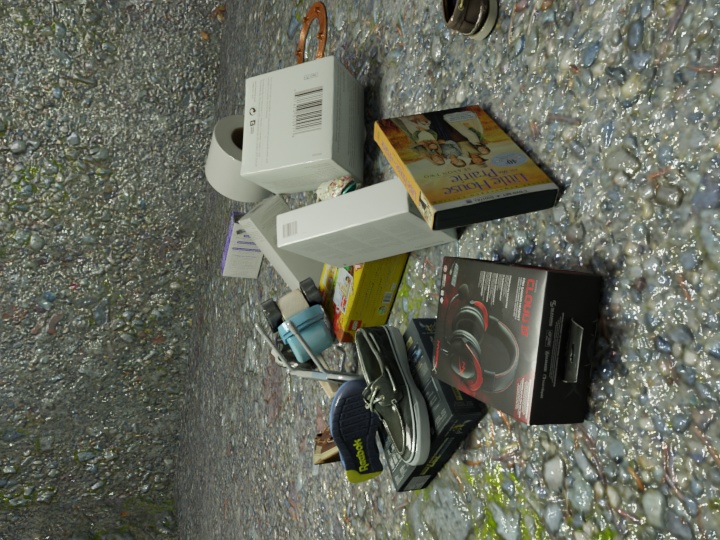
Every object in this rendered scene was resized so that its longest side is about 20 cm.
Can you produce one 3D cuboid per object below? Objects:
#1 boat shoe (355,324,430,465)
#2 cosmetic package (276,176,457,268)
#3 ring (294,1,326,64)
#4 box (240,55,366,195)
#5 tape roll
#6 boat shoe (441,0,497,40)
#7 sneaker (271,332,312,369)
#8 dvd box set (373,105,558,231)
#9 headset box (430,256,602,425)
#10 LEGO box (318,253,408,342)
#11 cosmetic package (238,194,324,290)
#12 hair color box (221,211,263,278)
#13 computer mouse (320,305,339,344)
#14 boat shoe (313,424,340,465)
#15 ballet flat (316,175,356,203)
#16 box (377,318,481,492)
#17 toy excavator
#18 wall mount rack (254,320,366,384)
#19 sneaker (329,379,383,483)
[{"bbox_3d":[0.034,0.163,0.754,0.072,0.071,0.201,118,146,-42],"label":"boat shoe"},{"bbox_3d":[0.010,-0.058,0.767,0.199,0.151,0.052,-13,71,29],"label":"cosmetic package"},{"bbox_3d":[-0.127,-0.555,1.391,0.200,0.019,0.202,-177,90,-66],"label":"ring"},{"bbox_3d":[-0.105,-0.262,1.059,0.199,0.131,0.200,-5,77,26],"label":"box"},{"bbox_3d":[-0.314,-0.306,1.549,0.139,0.202,0.204,122,143,-45],"label":"tape roll"},{"bbox_3d":[0.133,-0.402,0.752,0.072,0.059,0.201,146,124,-61],"label":"boat shoe"},{"bbox_3d":[-0.159,0.170,1.303,0.200,0.075,0.088,15,94,65],"label":"sneaker"},{"bbox_3d":[0.113,-0.127,0.657,0.200,0.145,0.030,-113,16,-45],"label":"dvd box set"},{"bbox_3d":[0.163,0.067,0.603,0.200,0.075,0.150,-165,80,-65],"label":"headset box"},{"bbox_3d":[0.000,0.000,0.967,0.149,0.077,0.201,-125,44,-53],"label":"LEGO box"},{"bbox_3d":[-0.153,-0.049,1.172,0.200,0.085,0.107,53,161,-18],"label":"cosmetic package"},{"bbox_3d":[-0.346,-0.073,1.696,0.065,0.109,0.201,-111,35,-45],"label":"hair color box"},{"bbox_3d":[-0.060,0.105,1.126,0.200,0.044,0.110,-174,82,-67],"label":"computer mouse"},{"bbox_3d":[-0.044,0.309,1.035,0.200,0.072,0.072,128,138,-60],"label":"boat shoe"},{"bbox_3d":[-0.055,-0.127,1.052,0.064,0.076,0.200,42,159,7],"label":"ballet flat"},{"bbox_3d":[0.081,0.190,0.796,0.158,0.051,0.201,-112,34,-42],"label":"box"},{"bbox_3d":[-0.088,0.136,1.014,0.201,0.100,0.195,61,168,9],"label":"toy excavator"},{"bbox_3d":[-0.068,0.132,0.881,0.200,0.173,0.075,-12,66,56],"label":"wall mount rack"},{"bbox_3d":[-0.011,0.229,0.844,0.082,0.073,0.201,-111,15,-53],"label":"sneaker"}]
